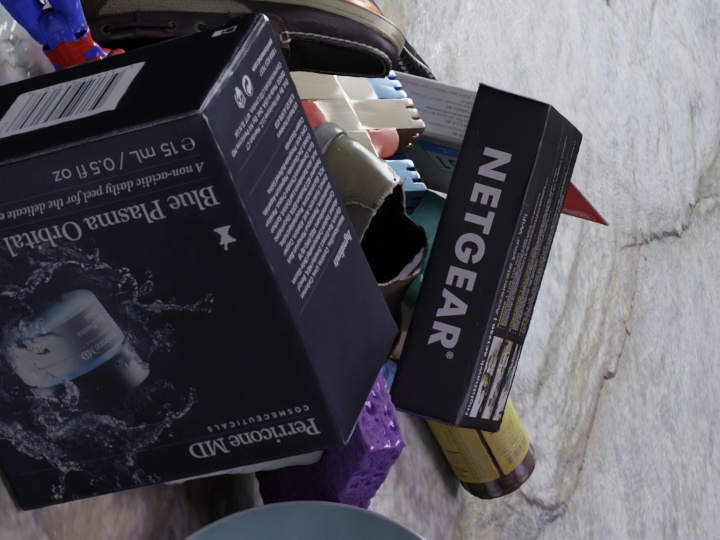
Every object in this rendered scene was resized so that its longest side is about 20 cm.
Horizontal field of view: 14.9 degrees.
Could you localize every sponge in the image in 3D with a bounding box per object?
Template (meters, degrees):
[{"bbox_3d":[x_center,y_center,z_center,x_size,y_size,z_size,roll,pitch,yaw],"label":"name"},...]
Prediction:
[{"bbox_3d":[-0.023,0.097,1.630,0.200,0.030,0.112,117,-39,-57],"label":"sponge"}]

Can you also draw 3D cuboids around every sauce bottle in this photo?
[{"bbox_3d":[0.066,0.076,1.998,0.065,0.064,0.200,-76,147,-50],"label":"sauce bottle"}]

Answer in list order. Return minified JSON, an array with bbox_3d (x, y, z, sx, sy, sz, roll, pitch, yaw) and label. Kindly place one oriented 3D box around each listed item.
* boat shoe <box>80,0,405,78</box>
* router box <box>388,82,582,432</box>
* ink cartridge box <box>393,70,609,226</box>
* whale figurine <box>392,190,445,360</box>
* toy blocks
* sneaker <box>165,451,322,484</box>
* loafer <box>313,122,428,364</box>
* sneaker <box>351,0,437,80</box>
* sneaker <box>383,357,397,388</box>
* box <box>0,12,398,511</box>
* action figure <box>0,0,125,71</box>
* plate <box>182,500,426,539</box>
[{"bbox_3d":[-0.075,-0.133,1.638,0.073,0.199,0.065,94,6,-69],"label":"boat shoe"},{"bbox_3d":[0.078,-0.004,1.679,0.149,0.051,0.201,22,84,-77],"label":"router box"},{"bbox_3d":[0.049,-0.076,1.873,0.045,0.199,0.176,-62,143,-15],"label":"ink cartridge box"},{"bbox_3d":[0.030,-0.004,1.820,0.159,0.104,0.200,41,0,3],"label":"whale figurine"},{"bbox_3d":[-0.025,-0.091,1.739,0.136,0.100,0.200,-3,53,-37],"label":"toy blocks"},{"bbox_3d":[-0.092,0.021,1.566,0.115,0.074,0.201,-10,90,-24],"label":"sneaker"},{"bbox_3d":[0.000,0.000,1.628,0.075,0.069,0.200,-51,152,-26],"label":"loafer"},{"bbox_3d":[-0.001,-0.162,1.971,0.090,0.070,0.200,60,4,25],"label":"sneaker"},{"bbox_3d":[-0.026,0.066,1.804,0.066,0.079,0.200,37,0,12],"label":"sneaker"},{"bbox_3d":[-0.113,-0.002,1.424,0.118,0.196,0.201,-65,137,-56],"label":"box"},{"bbox_3d":[-0.175,-0.129,1.528,0.099,0.065,0.200,-88,154,-53],"label":"action figure"},{"bbox_3d":[-0.035,0.211,1.515,0.026,0.199,0.201,84,10,-46],"label":"plate"}]
